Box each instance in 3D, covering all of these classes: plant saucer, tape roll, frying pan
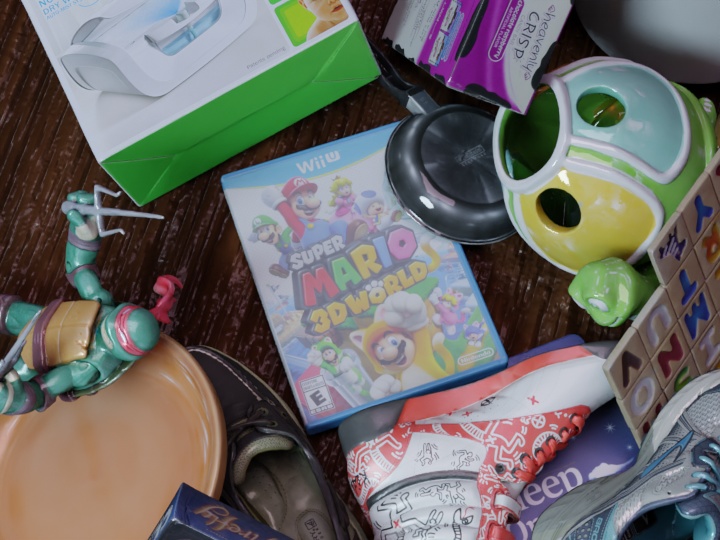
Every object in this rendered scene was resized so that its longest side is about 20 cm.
[{"bbox_3d":[-0.171,0.129,0.960,0.200,0.037,0.201,-10,62,19],"label":"plant saucer"},{"bbox_3d":[0.240,-0.252,1.069,0.202,0.139,0.203,-6,62,11],"label":"tape roll"},{"bbox_3d":[0.065,-0.105,1.082,0.115,0.031,0.190,-5,65,-20],"label":"frying pan"}]

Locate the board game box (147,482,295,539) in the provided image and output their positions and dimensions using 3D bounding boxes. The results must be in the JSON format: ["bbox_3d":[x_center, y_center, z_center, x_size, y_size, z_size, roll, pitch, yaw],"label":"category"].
[{"bbox_3d":[-0.046,0.222,0.874,0.200,0.136,0.035,28,26,-8],"label":"board game box"}]

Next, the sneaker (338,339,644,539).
[{"bbox_3d":[0.094,0.119,0.944,0.201,0.067,0.108,-16,68,-2],"label":"sneaker"}]

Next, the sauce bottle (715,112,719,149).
[{"bbox_3d":[0.250,-0.041,1.045,0.065,0.065,0.200,25,71,10],"label":"sauce bottle"}]

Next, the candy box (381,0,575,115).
[{"bbox_3d":[0.084,-0.191,1.012,0.061,0.200,0.137,19,103,-17],"label":"candy box"}]

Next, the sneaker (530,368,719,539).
[{"bbox_3d":[0.201,0.135,0.915,0.200,0.086,0.078,-40,108,-15],"label":"sneaker"}]

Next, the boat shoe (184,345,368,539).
[{"bbox_3d":[-0.062,0.121,0.975,0.072,0.066,0.201,-34,71,-11],"label":"boat shoe"}]

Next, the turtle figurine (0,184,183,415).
[{"bbox_3d":[-0.191,0.038,0.933,0.200,0.101,0.150,-14,42,35],"label":"turtle figurine"}]

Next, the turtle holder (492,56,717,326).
[{"bbox_3d":[0.152,-0.051,0.995,0.132,0.141,0.186,21,77,-35],"label":"turtle holder"}]

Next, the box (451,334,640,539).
[{"bbox_3d":[0.131,0.142,0.986,0.121,0.032,0.200,-20,68,-8],"label":"box"}]

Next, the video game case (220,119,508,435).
[{"bbox_3d":[0.000,0.000,1.046,0.143,0.018,0.200,-18,65,-7],"label":"video game case"}]

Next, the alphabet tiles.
[{"bbox_3d":[0.222,0.016,0.971,0.008,0.167,0.200,21,64,40],"label":"alphabet tiles"}]

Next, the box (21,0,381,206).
[{"bbox_3d":[-0.116,-0.175,1.070,0.200,0.097,0.177,-28,71,1],"label":"box"}]
